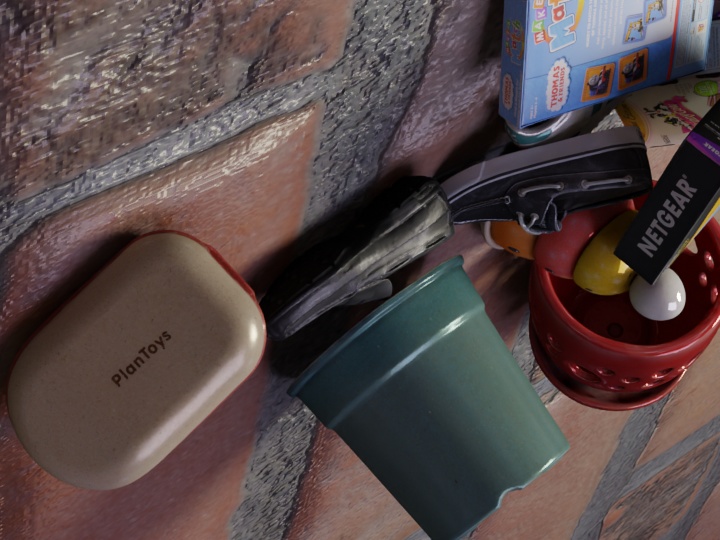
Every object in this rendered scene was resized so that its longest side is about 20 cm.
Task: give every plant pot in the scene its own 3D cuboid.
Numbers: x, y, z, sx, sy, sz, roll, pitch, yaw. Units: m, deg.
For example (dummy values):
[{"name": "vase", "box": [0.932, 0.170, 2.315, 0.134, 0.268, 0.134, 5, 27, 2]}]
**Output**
[{"name": "plant pot", "box": [0.071, 0.124, 1.473, 0.200, 0.197, 0.200, -37, 172, -6]}, {"name": "plant pot", "box": [0.266, 0.031, 1.696, 0.200, 0.201, 0.183, -37, 161, -16]}]

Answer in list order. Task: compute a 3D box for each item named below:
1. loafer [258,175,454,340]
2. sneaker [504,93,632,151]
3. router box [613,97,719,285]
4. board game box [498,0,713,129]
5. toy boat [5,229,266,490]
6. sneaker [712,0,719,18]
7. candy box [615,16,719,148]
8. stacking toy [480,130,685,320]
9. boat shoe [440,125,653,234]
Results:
[{"name": "loafer", "box": [0.000, 0.000, 1.386, 0.200, 0.068, 0.071, -38, 114, -19]}, {"name": "sneaker", "box": [0.198, -0.179, 1.431, 0.200, 0.070, 0.093, -48, 159, 11]}, {"name": "router box", "box": [0.302, -0.092, 1.421, 0.149, 0.051, 0.200, -45, 168, -26]}, {"name": "board game box", "box": [0.204, -0.213, 1.354, 0.199, 0.037, 0.152, -19, 128, -27]}, {"name": "toy boat", "box": [-0.167, 0.068, 1.230, 0.200, 0.131, 0.131, -43, -177, -4]}, {"name": "sneaker", "box": [0.338, -0.235, 1.537, 0.080, 0.088, 0.200, -44, 155, -5]}, {"name": "candy box", "box": [0.331, -0.173, 1.504, 0.198, 0.062, 0.136, -5, 158, 23]}, {"name": "stacking toy", "box": [0.220, -0.027, 1.533, 0.146, 0.200, 0.147, -33, 151, -21]}, {"name": "boat shoe", "box": [0.156, -0.065, 1.449, 0.198, 0.068, 0.072, -15, 161, 10]}]
